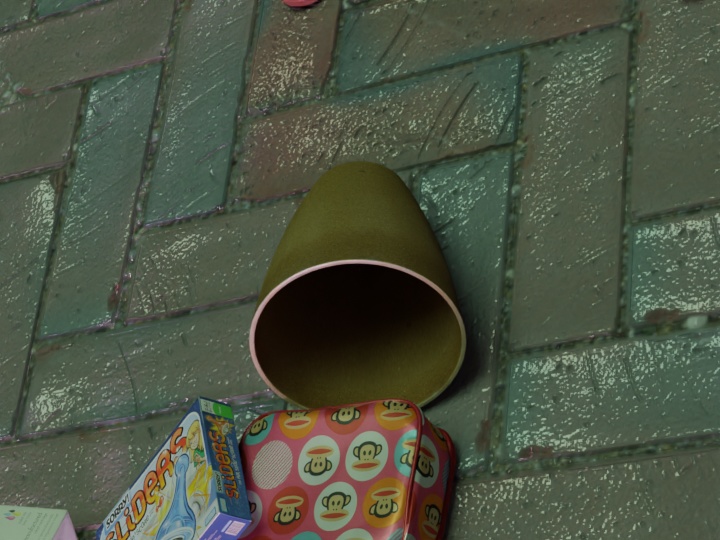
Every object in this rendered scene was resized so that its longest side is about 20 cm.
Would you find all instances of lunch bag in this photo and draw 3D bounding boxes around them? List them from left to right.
[{"bbox_3d":[-0.023,0.206,1.706,0.199,0.082,0.177,-7,58,31],"label":"lunch bag"}]

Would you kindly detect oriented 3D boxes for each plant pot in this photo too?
[{"bbox_3d":[0.000,0.000,1.780,0.186,0.187,0.200,-24,35,20],"label":"plant pot"}]

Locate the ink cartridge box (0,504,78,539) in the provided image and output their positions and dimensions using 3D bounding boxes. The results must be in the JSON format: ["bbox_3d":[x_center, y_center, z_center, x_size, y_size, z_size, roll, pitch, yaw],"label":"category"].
[{"bbox_3d":[-0.373,0.278,1.858,0.199,0.068,0.117,1,38,20],"label":"ink cartridge box"}]

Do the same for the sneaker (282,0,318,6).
[{"bbox_3d":[-0.023,-0.365,2.077,0.200,0.087,0.074,-45,47,1],"label":"sneaker"}]

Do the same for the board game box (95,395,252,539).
[{"bbox_3d":[-0.168,0.226,1.763,0.200,0.034,0.136,-52,35,31],"label":"board game box"}]
